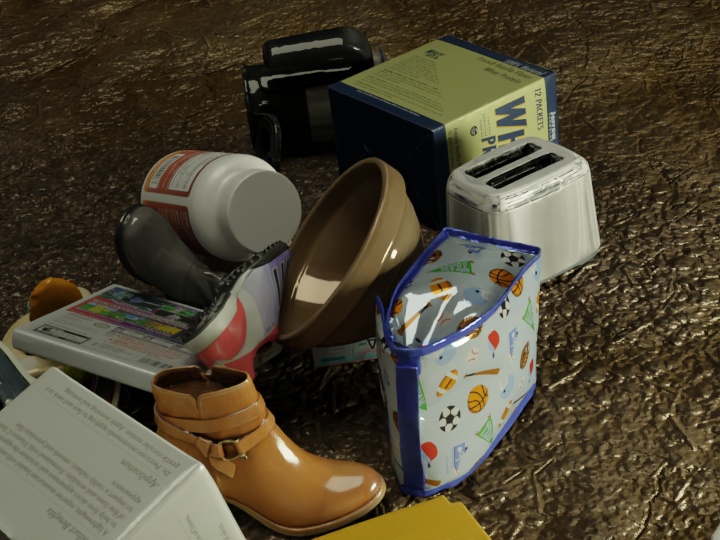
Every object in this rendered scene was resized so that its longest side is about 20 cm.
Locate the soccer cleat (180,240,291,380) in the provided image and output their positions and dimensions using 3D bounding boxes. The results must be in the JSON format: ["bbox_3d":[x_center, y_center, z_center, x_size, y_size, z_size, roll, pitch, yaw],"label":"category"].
[{"bbox_3d":[-0.102,0.039,1.393,0.068,0.073,0.200,-35,11,28],"label":"soccer cleat"}]

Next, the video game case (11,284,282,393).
[{"bbox_3d":[-0.199,0.068,1.413,0.199,0.023,0.182,15,19,19],"label":"video game case"}]

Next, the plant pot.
[{"bbox_3d":[0.000,0.000,1.420,0.092,0.201,0.201,31,25,-19],"label":"plant pot"}]

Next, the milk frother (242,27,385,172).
[{"bbox_3d":[-0.051,-0.191,1.887,0.187,0.181,0.201,-8,74,-1],"label":"milk frother"}]

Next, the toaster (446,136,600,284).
[{"bbox_3d":[0.168,-0.057,1.600,0.199,0.130,0.114,-24,34,-26],"label":"toaster"}]

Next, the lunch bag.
[{"bbox_3d":[0.079,0.083,1.344,0.123,0.171,0.200,11,36,23],"label":"lunch bag"}]

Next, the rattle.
[{"bbox_3d":[-0.333,0.025,1.564,0.130,0.143,0.200,-23,36,10],"label":"rattle"}]

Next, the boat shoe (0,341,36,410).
[{"bbox_3d":[-0.365,0.125,1.465,0.062,0.075,0.200,-18,40,-39],"label":"boat shoe"}]

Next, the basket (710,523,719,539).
[{"bbox_3d":[0.321,0.272,0.994,0.197,0.162,0.200,14,38,31],"label":"basket"}]

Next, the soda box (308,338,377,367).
[{"bbox_3d":[0.041,0.044,1.522,0.199,0.064,0.069,-8,32,-3],"label":"soda box"}]

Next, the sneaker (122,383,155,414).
[{"bbox_3d":[-0.205,0.094,1.461,0.090,0.067,0.200,7,18,-42],"label":"sneaker"}]

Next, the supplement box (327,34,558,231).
[{"bbox_3d":[0.103,-0.173,1.796,0.199,0.135,0.200,-28,37,-30],"label":"supplement box"}]

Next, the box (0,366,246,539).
[{"bbox_3d":[-0.191,0.213,1.135,0.198,0.201,0.131,25,58,41],"label":"box"}]

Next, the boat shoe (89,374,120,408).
[{"bbox_3d":[-0.261,0.164,1.370,0.062,0.071,0.201,8,38,-4],"label":"boat shoe"}]

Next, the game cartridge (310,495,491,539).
[{"bbox_3d":[0.025,0.267,1.193,0.199,0.033,0.176,-15,32,-18],"label":"game cartridge"}]

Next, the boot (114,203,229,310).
[{"bbox_3d":[-0.154,0.007,1.498,0.131,0.200,0.070,11,63,33],"label":"boot"}]

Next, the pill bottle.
[{"bbox_3d":[-0.145,-0.068,1.559,0.112,0.113,0.200,-24,18,-27],"label":"pill bottle"}]

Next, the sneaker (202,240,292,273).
[{"bbox_3d":[-0.076,-0.012,1.623,0.199,0.079,0.079,12,41,31],"label":"sneaker"}]

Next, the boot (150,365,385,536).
[{"bbox_3d":[-0.083,0.151,1.280,0.199,0.155,0.074,-4,32,5],"label":"boot"}]
